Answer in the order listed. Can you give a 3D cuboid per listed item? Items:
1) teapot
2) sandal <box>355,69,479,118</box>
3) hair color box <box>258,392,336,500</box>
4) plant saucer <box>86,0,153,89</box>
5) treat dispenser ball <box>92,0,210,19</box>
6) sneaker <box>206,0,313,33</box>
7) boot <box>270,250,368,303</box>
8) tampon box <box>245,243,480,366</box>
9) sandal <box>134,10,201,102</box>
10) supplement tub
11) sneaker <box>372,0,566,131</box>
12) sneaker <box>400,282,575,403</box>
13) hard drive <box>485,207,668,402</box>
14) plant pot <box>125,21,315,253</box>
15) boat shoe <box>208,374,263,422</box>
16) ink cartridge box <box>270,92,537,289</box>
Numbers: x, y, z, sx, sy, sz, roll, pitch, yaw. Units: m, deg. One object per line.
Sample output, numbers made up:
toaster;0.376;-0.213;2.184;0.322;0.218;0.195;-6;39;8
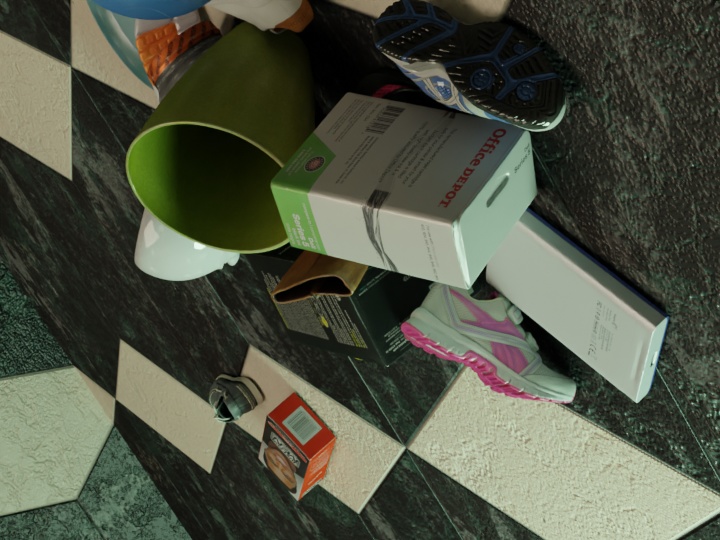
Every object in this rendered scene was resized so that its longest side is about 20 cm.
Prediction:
teapot;-0.199;-0.072;1.854;0.145;0.200;0.199;15;114;-4
sandal;0.042;-0.154;1.404;0.199;0.045;0.076;8;132;59
hair color box;-0.101;0.279;2.278;0.102;0.061;0.200;45;157;15
plant saucer;-0.279;-0.313;1.806;0.200;0.027;0.201;41;155;24
treat dispenser ball;-0.203;-0.344;1.395;0.201;0.200;0.202;41;155;24
sneaker;-0.114;-0.280;1.487;0.085;0.073;0.200;42;177;-34
boot;-0.028;-0.035;1.464;0.187;0.201;0.069;-2;134;43
tampon box;0.000;0.000;1.572;0.199;0.149;0.127;11;133;58
sandal;-0.216;-0.239;1.719;0.059;0.078;0.209;-96;-2;-62
supplement tub;-0.142;-0.173;1.627;0.200;0.122;0.123;51;157;4
sneaker;0.102;-0.173;1.256;0.199;0.076;0.077;35;175;34
sneaker;0.144;0.071;1.485;0.199;0.089;0.081;31;169;-16
hard drive;0.203;0.026;1.387;0.200;0.025;0.133;40;155;26
plant pot;-0.119;-0.154;1.482;0.185;0.201;0.188;11;143;9
boat shoe;-0.225;0.219;2.421;0.073;0.062;0.200;55;157;-8
ink cartridge box;0.042;-0.077;1.328;0.198;0.146;0.085;15;139;31
